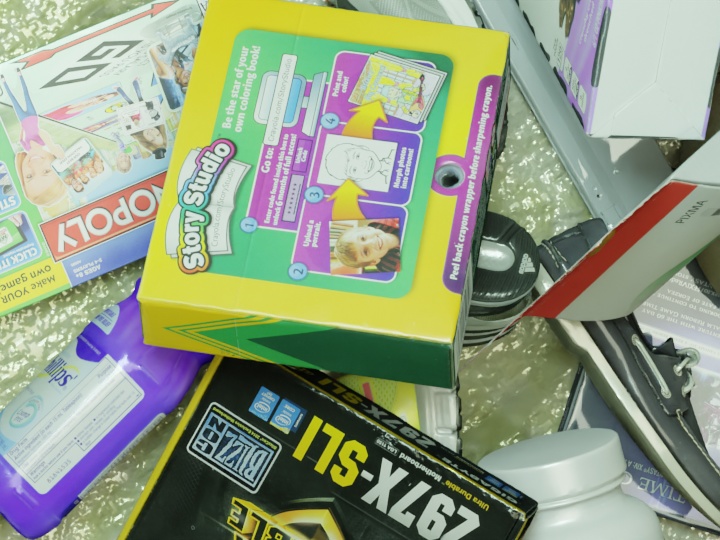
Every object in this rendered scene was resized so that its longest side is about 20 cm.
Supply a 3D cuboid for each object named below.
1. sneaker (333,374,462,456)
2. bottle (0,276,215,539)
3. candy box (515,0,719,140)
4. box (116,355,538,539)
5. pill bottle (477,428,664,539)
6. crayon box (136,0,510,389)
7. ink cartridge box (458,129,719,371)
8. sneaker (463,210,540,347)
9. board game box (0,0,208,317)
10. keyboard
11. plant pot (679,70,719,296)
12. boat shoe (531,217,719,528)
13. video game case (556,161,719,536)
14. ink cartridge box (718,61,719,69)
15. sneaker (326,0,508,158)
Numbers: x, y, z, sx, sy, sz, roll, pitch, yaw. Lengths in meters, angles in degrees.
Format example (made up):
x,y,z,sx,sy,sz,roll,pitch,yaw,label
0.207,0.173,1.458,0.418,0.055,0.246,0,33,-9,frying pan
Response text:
x,y,z,sx,sy,sz,roll,pitch,yaw,label
0.013,0.149,1.696,0.090,0.078,0.200,1,88,0,sneaker
-0.138,0.062,1.651,0.200,0.084,0.065,-45,108,-5,bottle
0.145,-0.190,1.603,0.071,0.200,0.168,1,119,-12,candy box
-0.023,0.151,1.645,0.200,0.049,0.160,31,100,10,box
0.129,0.199,1.690,0.112,0.112,0.200,-14,97,-10,pill bottle
-0.017,-0.046,1.593,0.172,0.058,0.200,8,62,7,crayon box
0.159,-0.013,1.589,0.050,0.161,0.200,46,51,2,ink cartridge box
0.000,0.000,1.669,0.200,0.115,0.076,18,62,7,sneaker
-0.148,-0.071,1.673,0.200,0.029,0.135,-24,96,-10,board game box
0.123,-0.114,1.726,0.056,0.011,0.200,-30,91,-14,keyboard
0.303,-0.056,1.693,0.200,0.134,0.201,2,83,-17,plant pot
0.170,0.059,1.700,0.063,0.073,0.200,-36,93,-4,boat shoe
0.207,0.051,1.752,0.143,0.019,0.200,19,89,-11,video game case
0.215,-0.197,1.652,0.084,0.200,0.176,0,92,-12,ink cartridge box
0.025,-0.149,1.689,0.079,0.074,0.200,-29,91,1,sneaker
